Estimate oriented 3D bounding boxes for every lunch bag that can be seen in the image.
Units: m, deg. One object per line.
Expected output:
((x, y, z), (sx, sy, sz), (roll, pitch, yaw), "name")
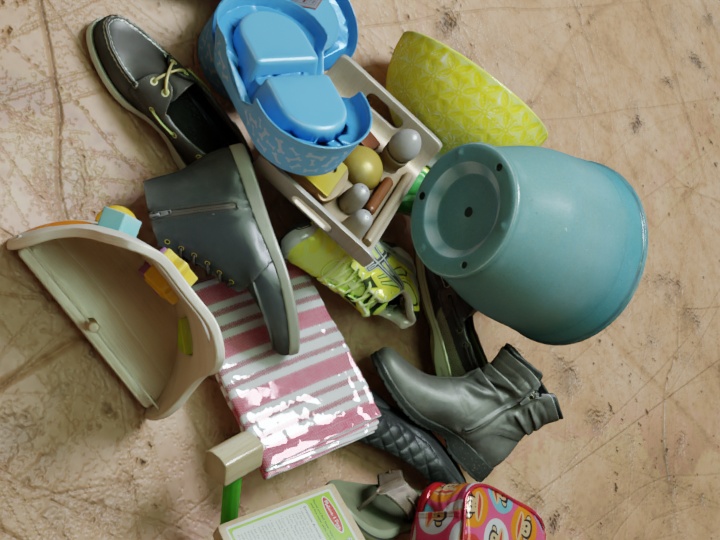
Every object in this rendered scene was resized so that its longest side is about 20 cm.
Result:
((0.119, 0.318, 1.066), (0.176, 0.081, 0.202), (33, 60, -38), "lunch bag")

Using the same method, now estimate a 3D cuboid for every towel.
((-0.078, 0.086, 1.049), (0.145, 0.030, 0.201), (-17, 72, -39), "towel")

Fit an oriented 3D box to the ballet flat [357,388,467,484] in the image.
((0.040, 0.183, 1.149), (0.200, 0.067, 0.057), (39, 100, -27), "ballet flat")

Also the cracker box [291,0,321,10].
((-0.127, -0.346, 1.084), (0.198, 0.058, 0.135), (5, 61, -30), "cracker box")

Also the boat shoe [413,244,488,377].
((0.104, 0.043, 1.208), (0.073, 0.064, 0.202), (-28, 106, -72), "boat shoe")

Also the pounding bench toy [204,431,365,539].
((-0.090, 0.261, 0.953), (0.123, 0.156, 0.201), (-13, 61, -40), "pounding bench toy")

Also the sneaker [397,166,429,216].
((0.005, -0.087, 1.166), (0.198, 0.074, 0.085), (21, 64, -25), "sneaker")

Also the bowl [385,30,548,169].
((0.096, -0.160, 1.209), (0.199, 0.200, 0.108), (36, 90, -28), "bowl")

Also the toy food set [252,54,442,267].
((-0.006, -0.113, 1.071), (0.143, 0.060, 0.201), (41, 43, -9), "toy food set")

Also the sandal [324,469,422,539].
((0.039, 0.228, 1.104), (0.200, 0.080, 0.058), (12, 114, -45), "sandal")

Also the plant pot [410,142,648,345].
((0.156, -0.039, 1.111), (0.187, 0.199, 0.203), (17, 69, -43), "plant pot")

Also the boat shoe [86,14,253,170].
((-0.175, -0.162, 1.035), (0.202, 0.060, 0.072), (51, 52, -19), "boat shoe")

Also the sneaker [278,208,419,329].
((0.000, 0.000, 1.103), (0.199, 0.075, 0.077), (22, 38, -46), "sneaker")

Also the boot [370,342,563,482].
((0.114, 0.119, 1.158), (0.131, 0.068, 0.200), (-43, 109, 9), "boot")

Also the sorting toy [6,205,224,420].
((-0.174, 0.023, 0.899), (0.107, 0.180, 0.201), (-42, 108, -20), "sorting toy")

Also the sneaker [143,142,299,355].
((-0.126, -0.006, 1.015), (0.105, 0.075, 0.202), (-19, 95, -5), "sneaker")

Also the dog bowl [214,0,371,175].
((-0.069, -0.171, 1.010), (0.110, 0.050, 0.201), (-9, 58, -32), "dog bowl")

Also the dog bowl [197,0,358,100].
((-0.088, -0.240, 1.137), (0.199, 0.049, 0.112), (-36, 103, -41), "dog bowl")
